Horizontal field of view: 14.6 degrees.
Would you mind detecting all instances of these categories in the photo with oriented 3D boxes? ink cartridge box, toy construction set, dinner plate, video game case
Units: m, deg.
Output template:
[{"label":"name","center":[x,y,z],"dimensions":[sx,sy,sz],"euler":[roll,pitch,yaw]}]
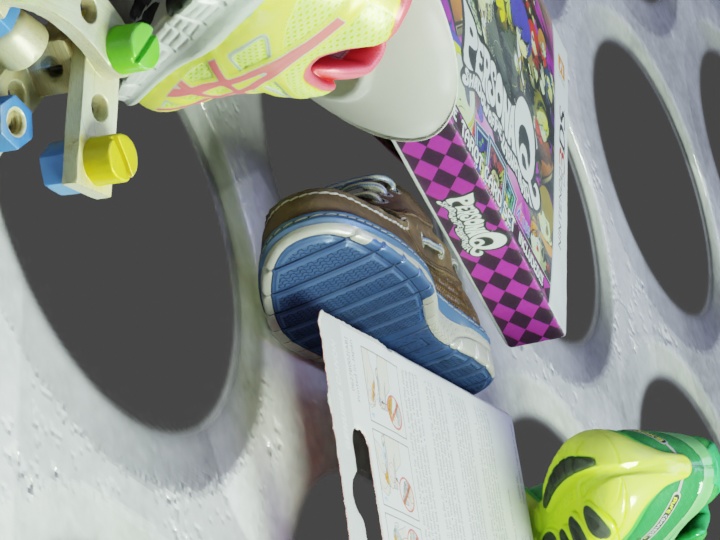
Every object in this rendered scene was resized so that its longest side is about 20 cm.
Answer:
[{"label":"ink cartridge box","center":[0.021,0.119,1.215],"dimensions":[0.200,0.050,0.161],"euler":[28,48,-57]},{"label":"toy construction set","center":[-0.114,-0.134,1.025],"dimensions":[0.131,0.092,0.200],"euler":[53,28,-38]},{"label":"dinner plate","center":[-0.037,-0.129,1.148],"dimensions":[0.024,0.200,0.200],"euler":[-41,119,-19]},{"label":"video game case","center":[0.053,-0.093,1.314],"dimensions":[0.200,0.036,0.182],"euler":[59,26,-47]}]

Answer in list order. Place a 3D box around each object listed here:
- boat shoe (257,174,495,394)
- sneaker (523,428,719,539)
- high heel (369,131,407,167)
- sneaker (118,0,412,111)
[{"label":"boat shoe","center":[0.000,0.000,1.238],"dimensions":[0.200,0.072,0.073],"euler":[50,24,-63]},{"label":"sneaker","center":[0.119,0.122,1.314],"dimensions":[0.200,0.083,0.074],"euler":[124,-41,-71]},{"label":"high heel","center":[0.018,-0.089,1.332],"dimensions":[0.096,0.067,0.200],"euler":[66,17,13]},{"label":"sneaker","center":[-0.039,-0.093,1.078],"dimensions":[0.090,0.200,0.078],"euler":[21,80,-15]}]
